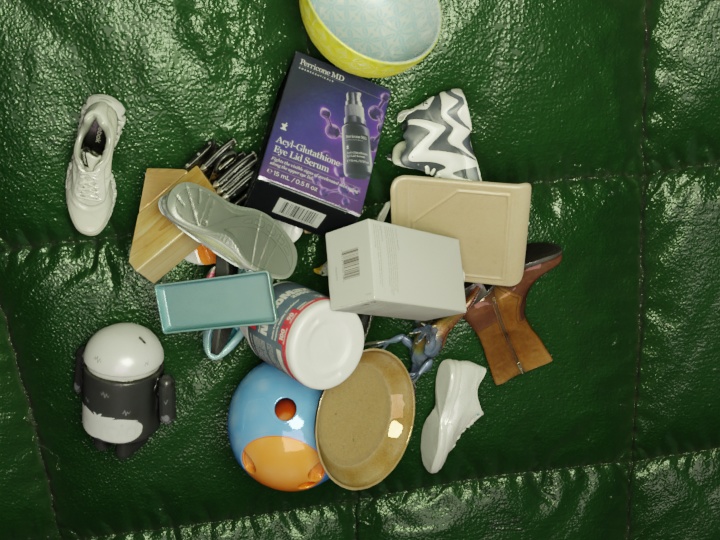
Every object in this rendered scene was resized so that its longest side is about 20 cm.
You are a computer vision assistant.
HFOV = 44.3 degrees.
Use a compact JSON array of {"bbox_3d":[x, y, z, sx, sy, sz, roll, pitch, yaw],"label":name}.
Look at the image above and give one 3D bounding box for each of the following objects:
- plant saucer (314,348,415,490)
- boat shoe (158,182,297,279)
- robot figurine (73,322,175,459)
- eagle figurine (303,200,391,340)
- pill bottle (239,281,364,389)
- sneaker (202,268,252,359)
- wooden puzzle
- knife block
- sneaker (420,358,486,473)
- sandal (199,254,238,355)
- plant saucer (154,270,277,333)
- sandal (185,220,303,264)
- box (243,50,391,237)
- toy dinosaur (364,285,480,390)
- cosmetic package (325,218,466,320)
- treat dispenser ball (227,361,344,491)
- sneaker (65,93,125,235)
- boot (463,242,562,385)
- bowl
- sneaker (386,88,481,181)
[{"bbox_3d":[0.000,0.212,1.282,0.198,0.035,0.205,-5,98,-43],"label":"plant saucer"},{"bbox_3d":[-0.174,-0.050,1.177,0.200,0.064,0.076,27,74,-26],"label":"boat shoe"},{"bbox_3d":[-0.358,0.179,1.342,0.147,0.125,0.204,0,112,-18],"label":"robot figurine"},{"bbox_3d":[-0.005,0.001,1.307,0.150,0.150,0.203,-30,102,-25],"label":"eagle figurine"},{"bbox_3d":[-0.093,0.082,1.240,0.118,0.199,0.122,-8,104,-32],"label":"pill bottle"},{"bbox_3d":[-0.179,0.050,1.331,0.073,0.082,0.203,21,108,-15],"label":"sneaker"},{"bbox_3d":[0.144,-0.060,1.286,0.195,0.038,0.187,3,133,7],"label":"wooden puzzle"},{"bbox_3d":[-0.218,-0.083,1.234,0.172,0.064,0.204,4,74,13],"label":"knife block"},{"bbox_3d":[0.159,0.246,1.459,0.087,0.075,0.204,6,110,-21],"label":"sneaker"},{"bbox_3d":[-0.201,0.017,1.250,0.044,0.075,0.205,7,102,6],"label":"sandal"},{"bbox_3d":[-0.196,0.044,1.204,0.196,0.019,0.072,-7,96,28],"label":"plant saucer"},{"bbox_3d":[-0.176,-0.055,1.295,0.202,0.059,0.081,-4,96,11],"label":"sandal"},{"bbox_3d":[-0.058,-0.165,1.192,0.145,0.104,0.204,18,68,-13],"label":"box"},{"bbox_3d":[0.106,0.135,1.381,0.196,0.106,0.183,-13,142,1],"label":"toy dinosaur"},{"bbox_3d":[0.052,0.004,1.194,0.084,0.110,0.198,-16,162,39],"label":"cosmetic package"},{"bbox_3d":[-0.104,0.232,1.347,0.196,0.202,0.205,-2,112,-5],"label":"treat dispenser ball"},{"bbox_3d":[-0.376,-0.140,1.234,0.073,0.081,0.204,8,112,-11],"label":"sneaker"},{"bbox_3d":[0.262,0.072,1.398,0.186,0.069,0.202,-29,113,5],"label":"boot"},{"bbox_3d":[-0.002,-0.331,1.173,0.197,0.204,0.108,23,151,-15],"label":"bowl"},{"bbox_3d":[0.106,-0.152,1.287,0.127,0.080,0.202,-12,118,5],"label":"sneaker"}]
